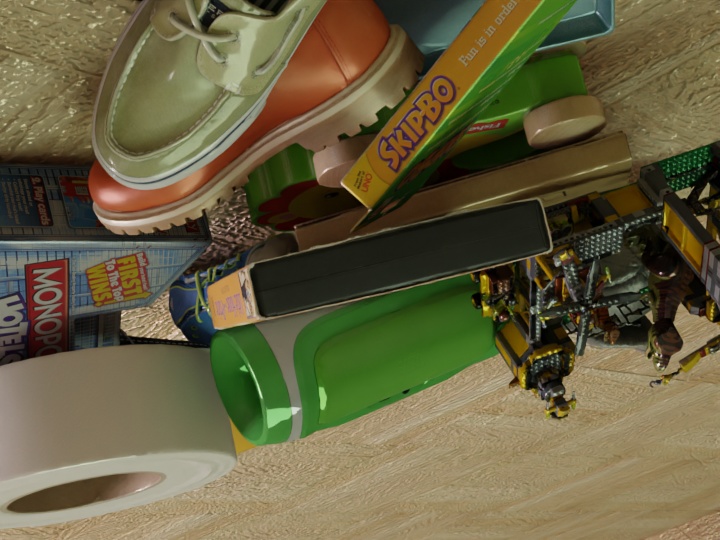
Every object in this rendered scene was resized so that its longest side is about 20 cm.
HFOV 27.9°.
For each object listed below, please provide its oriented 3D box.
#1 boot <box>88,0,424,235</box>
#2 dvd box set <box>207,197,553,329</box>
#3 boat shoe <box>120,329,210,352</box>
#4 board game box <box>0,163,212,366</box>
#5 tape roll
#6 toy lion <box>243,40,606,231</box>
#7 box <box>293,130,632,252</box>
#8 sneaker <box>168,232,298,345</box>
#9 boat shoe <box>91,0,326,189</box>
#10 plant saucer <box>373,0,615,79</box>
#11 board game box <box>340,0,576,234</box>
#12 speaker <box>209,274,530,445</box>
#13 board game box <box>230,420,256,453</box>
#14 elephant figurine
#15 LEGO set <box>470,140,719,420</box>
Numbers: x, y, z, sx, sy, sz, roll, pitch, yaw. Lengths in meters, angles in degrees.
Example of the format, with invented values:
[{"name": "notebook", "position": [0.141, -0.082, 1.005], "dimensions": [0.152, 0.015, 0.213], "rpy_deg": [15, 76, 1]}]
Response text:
[{"name": "boot", "position": [-0.078, -0.094, 0.716], "dimensions": [0.200, 0.075, 0.107], "rpy_deg": [-28, 120, 28]}, {"name": "dvd box set", "position": [0.000, 0.000, 0.757], "dimensions": [0.146, 0.030, 0.200], "rpy_deg": [-14, 179, -11]}, {"name": "boat shoe", "position": [-0.194, 0.058, 1.017], "dimensions": [0.199, 0.062, 0.075], "rpy_deg": [-1, 151, -2]}, {"name": "board game box", "position": [-0.194, 0.007, 0.869], "dimensions": [0.199, 0.062, 0.200], "rpy_deg": [-9, 145, -17]}, {"name": "tape roll", "position": [-0.183, 0.110, 0.930], "dimensions": [0.202, 0.071, 0.203], "rpy_deg": [-13, 164, -4]}, {"name": "toy lion", "position": [0.029, -0.072, 0.884], "dimensions": [0.199, 0.069, 0.192], "rpy_deg": [-11, 166, -10]}, {"name": "box", "position": [0.069, -0.041, 0.904], "dimensions": [0.199, 0.021, 0.163], "rpy_deg": [-16, 176, 9]}, {"name": "sneaker", "position": [-0.084, 0.025, 1.000], "dimensions": [0.105, 0.076, 0.200], "rpy_deg": [-9, 169, 0]}, {"name": "boat shoe", "position": [-0.054, -0.116, 0.616], "dimensions": [0.200, 0.072, 0.062], "rpy_deg": [-50, 176, 15]}, {"name": "plant saucer", "position": [0.035, -0.131, 0.761], "dimensions": [0.199, 0.019, 0.070], "rpy_deg": [-15, 141, -2]}, {"name": "board game box", "position": [0.061, -0.103, 0.708], "dimensions": [0.200, 0.030, 0.096], "rpy_deg": [-53, 172, 20]}, {"name": "speaker", "position": [0.011, 0.039, 0.903], "dimensions": [0.199, 0.089, 0.088], "rpy_deg": [-21, 164, -26]}, {"name": "board game box", "position": [-0.016, 0.059, 1.086], "dimensions": [0.199, 0.040, 0.153], "rpy_deg": [-22, -162, 19]}, {"name": "elephant figurine", "position": [0.179, -0.004, 1.064], "dimensions": [0.141, 0.155, 0.200], "rpy_deg": [-42, 154, 15]}, {"name": "LEGO set", "position": [0.176, 0.023, 0.847], "dimensions": [0.199, 0.116, 0.154], "rpy_deg": [-13, 134, -17]}]
